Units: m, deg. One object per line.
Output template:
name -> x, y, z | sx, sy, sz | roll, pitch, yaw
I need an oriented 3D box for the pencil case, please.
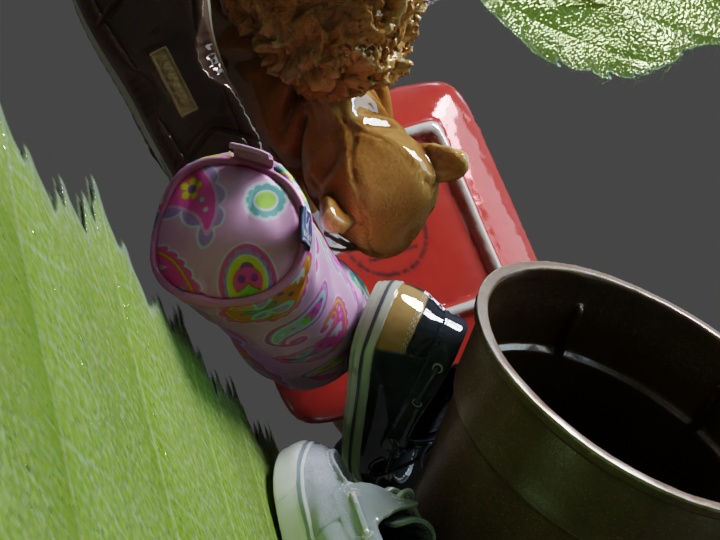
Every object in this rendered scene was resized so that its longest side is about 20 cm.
pencil case -> -0.046, 0.003, 0.860 | 0.200, 0.087, 0.088 | 59, 8, -71

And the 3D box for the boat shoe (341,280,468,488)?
boat shoe -> 0.028, 0.077, 0.951 | 0.200, 0.062, 0.075 | 93, 17, -57

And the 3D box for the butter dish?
butter dish -> 0.000, 0.000, 1.113 | 0.200, 0.199, 0.148 | 68, -19, 12

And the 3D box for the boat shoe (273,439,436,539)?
boat shoe -> 0.005, 0.144, 0.808 | 0.201, 0.071, 0.070 | -108, 174, -60

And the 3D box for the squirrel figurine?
squirrel figurine -> -0.022, -0.104, 0.949 | 0.201, 0.141, 0.187 | 91, -25, -48

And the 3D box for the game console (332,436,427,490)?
game console -> 0.049, 0.129, 1.214 | 0.116, 0.176, 0.201 | 30, -26, 49

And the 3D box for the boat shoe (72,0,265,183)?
boat shoe -> -0.114, -0.126, 0.914 | 0.075, 0.074, 0.204 | -177, -112, -78

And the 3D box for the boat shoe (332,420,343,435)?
boat shoe -> -0.016, 0.044, 1.240 | 0.201, 0.072, 0.065 | 60, 8, -4

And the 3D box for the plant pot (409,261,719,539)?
plant pot -> 0.109, 0.132, 0.873 | 0.199, 0.199, 0.201 | 21, 28, -12
